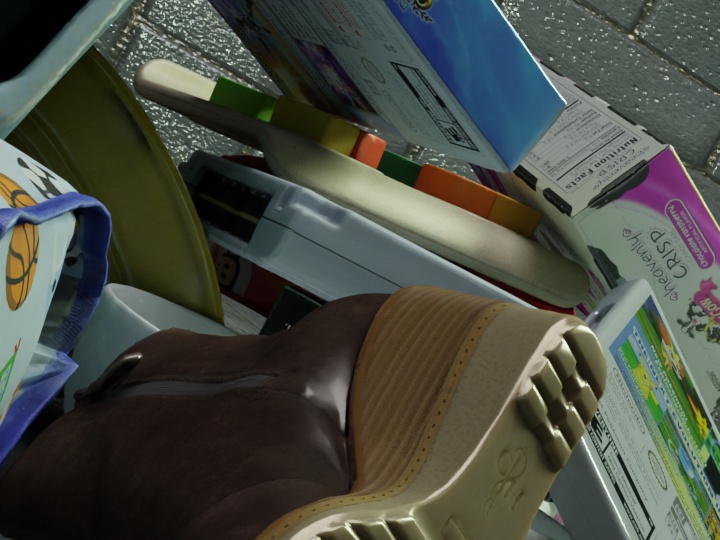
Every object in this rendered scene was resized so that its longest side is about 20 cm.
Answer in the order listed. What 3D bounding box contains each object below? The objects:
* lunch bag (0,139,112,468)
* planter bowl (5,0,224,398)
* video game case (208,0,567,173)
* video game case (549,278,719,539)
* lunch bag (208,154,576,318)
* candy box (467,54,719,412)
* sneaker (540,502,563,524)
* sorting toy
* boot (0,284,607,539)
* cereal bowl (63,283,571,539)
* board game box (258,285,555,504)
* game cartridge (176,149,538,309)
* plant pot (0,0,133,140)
[{"bbox_3d":[-0.162,-0.007,0.520,0.170,0.124,0.200,27,8,-1],"label":"lunch bag"},{"bbox_3d":[-0.150,-0.009,0.830,0.200,0.083,0.201,37,-37,34],"label":"planter bowl"},{"bbox_3d":[-0.026,-0.139,0.831,0.181,0.045,0.200,23,-23,54],"label":"video game case"},{"bbox_3d":[0.125,0.113,0.738,0.200,0.022,0.182,64,21,-3],"label":"video game case"},{"bbox_3d":[0.017,0.014,1.046,0.176,0.082,0.200,29,6,40],"label":"lunch bag"},{"bbox_3d":[0.122,-0.027,0.997,0.136,0.061,0.200,55,-2,-28],"label":"candy box"},{"bbox_3d":[0.028,0.120,0.934,0.088,0.081,0.200,22,-7,24],"label":"sneaker"},{"bbox_3d":[-0.001,-0.052,0.955,0.185,0.037,0.200,23,6,-29],"label":"sorting toy"},{"bbox_3d":[-0.042,0.075,0.513,0.166,0.200,0.072,-5,-61,41],"label":"boot"},{"bbox_3d":[-0.024,0.086,0.715,0.200,0.083,0.200,30,1,-1],"label":"cereal bowl"},{"bbox_3d":[0.052,0.063,0.826,0.135,0.028,0.200,28,0,23],"label":"board game box"},{"bbox_3d":[0.000,0.000,0.799,0.133,0.041,0.200,23,1,-19],"label":"game cartridge"},{"bbox_3d":[-0.160,-0.137,0.678,0.196,0.196,0.200,40,-29,-5],"label":"plant pot"}]
